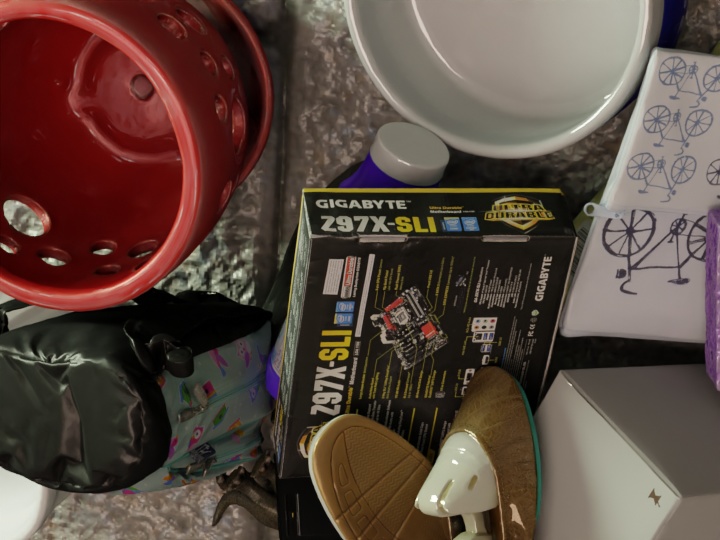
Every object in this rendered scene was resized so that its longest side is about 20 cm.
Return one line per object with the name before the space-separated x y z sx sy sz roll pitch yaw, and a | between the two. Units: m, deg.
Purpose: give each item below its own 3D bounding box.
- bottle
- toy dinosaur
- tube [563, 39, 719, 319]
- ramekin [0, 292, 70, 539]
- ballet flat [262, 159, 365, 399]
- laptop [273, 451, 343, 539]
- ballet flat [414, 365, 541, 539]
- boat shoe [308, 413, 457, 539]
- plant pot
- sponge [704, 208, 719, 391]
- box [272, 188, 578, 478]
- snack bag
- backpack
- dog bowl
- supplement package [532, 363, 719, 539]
bottle | 0.000 0.000 1.291 0.065 0.084 0.200 28 125 7
toy dinosaur | -0.040 0.153 1.432 0.102 0.077 0.200 32 125 -17
tube | 0.190 -0.052 1.280 0.200 0.052 0.058 -47 132 3
ramekin | -0.263 0.087 1.436 0.200 0.098 0.201 19 125 29
ballet flat | -0.020 0.005 1.392 0.057 0.067 0.200 12 124 -33
laptop | 0.044 0.206 1.378 0.199 0.103 0.177 -1 140 -1
ballet flat | 0.067 0.159 1.213 0.068 0.072 0.201 4 98 54
boat shoe | 0.028 0.161 1.271 0.071 0.069 0.200 -45 115 -10
plant pot | -0.164 -0.096 1.311 0.200 0.183 0.201 5 111 14
sponge | 0.309 0.008 1.255 0.199 0.030 0.112 -6 113 -7
box | 0.035 0.041 1.243 0.159 0.049 0.200 0 130 -9
snack bag | 0.223 -0.035 1.251 0.188 0.021 0.200 5 117 -27
backpack | -0.143 0.077 1.329 0.167 0.200 0.127 12 104 29
dog bowl | 0.094 -0.172 1.242 0.200 0.079 0.201 10 112 25
supplement package | 0.196 0.138 1.275 0.120 0.200 0.121 49 123 36
